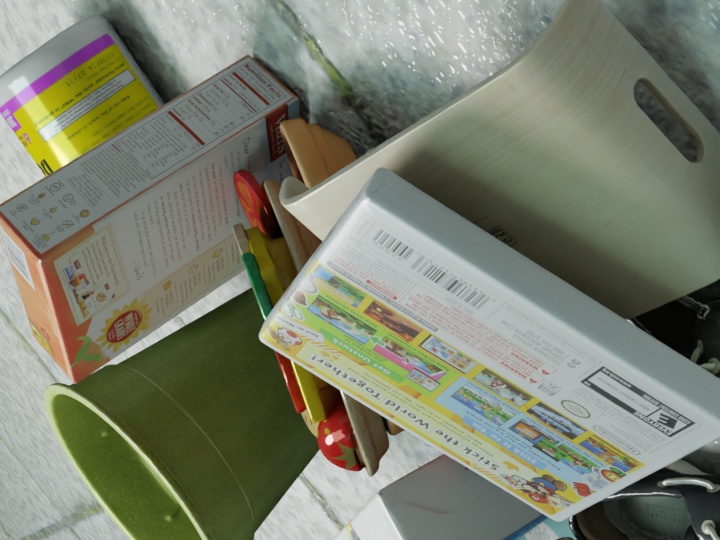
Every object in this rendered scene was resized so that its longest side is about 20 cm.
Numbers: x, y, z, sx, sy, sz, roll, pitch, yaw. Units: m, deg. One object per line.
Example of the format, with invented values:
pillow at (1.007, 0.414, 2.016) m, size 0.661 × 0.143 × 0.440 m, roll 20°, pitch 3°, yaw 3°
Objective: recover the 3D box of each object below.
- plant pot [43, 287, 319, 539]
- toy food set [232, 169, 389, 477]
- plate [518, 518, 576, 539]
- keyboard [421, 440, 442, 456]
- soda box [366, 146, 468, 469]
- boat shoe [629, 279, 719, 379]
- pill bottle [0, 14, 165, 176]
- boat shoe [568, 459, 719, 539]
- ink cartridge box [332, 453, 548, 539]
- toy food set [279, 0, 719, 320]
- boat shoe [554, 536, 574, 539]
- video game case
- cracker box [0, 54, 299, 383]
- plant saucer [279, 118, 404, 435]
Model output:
plant pot at (-0.103, 0.110, 1.083) m, size 0.200 × 0.190 × 0.201 m, roll 38°, pitch 152°, yaw 25°
toy food set at (-0.033, 0.034, 0.887) m, size 0.200 × 0.048 × 0.200 m, roll -117°, pitch 8°, yaw -70°
plate at (0.153, 0.194, 0.971) m, size 0.200 × 0.026 × 0.201 m, roll 37°, pitch 151°, yaw 24°
keyboard at (0.016, 0.056, 1.028) m, size 0.056 × 0.011 × 0.201 m, roll -4°, pitch 120°, yaw 59°
soda box at (0.061, 0.017, 0.822) m, size 0.070 × 0.063 × 0.201 m, roll -114°, pitch 5°, yaw -51°
boat shoe at (0.186, 0.042, 0.678) m, size 0.199 × 0.064 × 0.071 m, roll 30°, pitch 147°, yaw 36°
pill bottle at (-0.176, -0.079, 1.053) m, size 0.201 × 0.104 × 0.104 m, roll 56°, pitch 153°, yaw -10°
boat shoe at (0.196, 0.142, 0.785) m, size 0.199 × 0.060 × 0.075 m, roll 7°, pitch 114°, yaw 55°
ink cartridge box at (0.050, 0.174, 0.955) m, size 0.068 × 0.114 × 0.200 m, roll 59°, pitch 158°, yaw 13°
toy food set at (0.073, -0.035, 0.685) m, size 0.143 × 0.061 × 0.199 m, roll 42°, pitch 135°, yaw -21°
boat shoe at (0.130, 0.209, 0.856) m, size 0.065 × 0.071 × 0.200 m, roll 44°, pitch -174°, yaw 26°
video game case at (0.060, 0.046, 0.709) m, size 0.199 × 0.023 × 0.182 m, roll 31°, pitch 150°, yaw -5°
cracker box at (-0.129, -0.033, 0.925) m, size 0.058 × 0.199 × 0.135 m, roll 43°, pitch 153°, yaw 28°
plant saucer at (0.000, 0.000, 0.871) m, size 0.200 × 0.037 × 0.202 m, roll 159°, pitch 90°, yaw -87°
